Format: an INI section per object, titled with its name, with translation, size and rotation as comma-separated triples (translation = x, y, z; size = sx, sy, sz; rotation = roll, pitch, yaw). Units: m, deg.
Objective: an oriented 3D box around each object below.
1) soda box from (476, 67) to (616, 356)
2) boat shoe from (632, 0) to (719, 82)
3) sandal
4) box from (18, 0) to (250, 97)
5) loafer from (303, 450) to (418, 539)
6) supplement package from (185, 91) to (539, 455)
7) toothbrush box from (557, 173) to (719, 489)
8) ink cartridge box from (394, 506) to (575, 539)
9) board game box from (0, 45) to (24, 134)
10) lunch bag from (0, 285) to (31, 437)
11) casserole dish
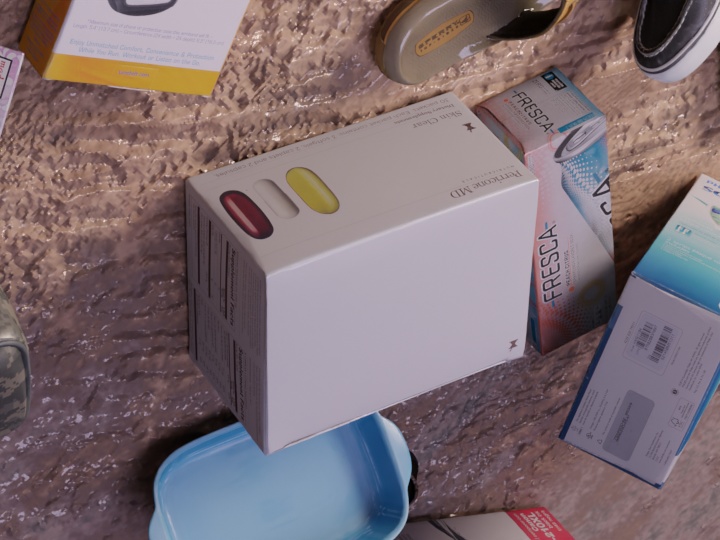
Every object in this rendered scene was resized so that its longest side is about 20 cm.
[soda box]
translation = 0.130, -0.038, 1.673
size = 0.068, 0.064, 0.200
rotation = -27, 138, -16
[boat shoe]
translation = 0.215, -0.219, 1.579
size = 0.064, 0.071, 0.201
rotation = 4, 114, -41
[sandal]
translation = 0.101, -0.176, 1.534
size = 0.200, 0.054, 0.080
rotation = -36, 139, -6
[box]
translation = -0.105, -0.196, 1.371
size = 0.119, 0.041, 0.200
rotation = 4, 120, -39
[loafer]
translation = -0.036, 0.198, 1.745
size = 0.200, 0.071, 0.073
rotation = -31, 138, -12
[supplement package]
translation = 0.000, 0.000, 1.569
size = 0.199, 0.111, 0.156
rotation = -20, 135, -23
[toothbrush box]
translation = 0.229, 0.040, 1.726
size = 0.200, 0.085, 0.147
rotation = -45, 159, -58
[ink cartridge box]
translation = 0.065, 0.269, 1.875
size = 0.199, 0.084, 0.145
rotation = -1, 126, -38
[board game box]
translation = -0.292, -0.045, 1.219
size = 0.198, 0.043, 0.201
rotation = 18, 80, -17
[lunch bag]
translation = -0.293, 0.030, 1.328
size = 0.199, 0.168, 0.139
rotation = -24, 161, -16
[casserole dish]
translation = -0.059, 0.158, 1.679
size = 0.199, 0.039, 0.122
rotation = -21, 92, -24
